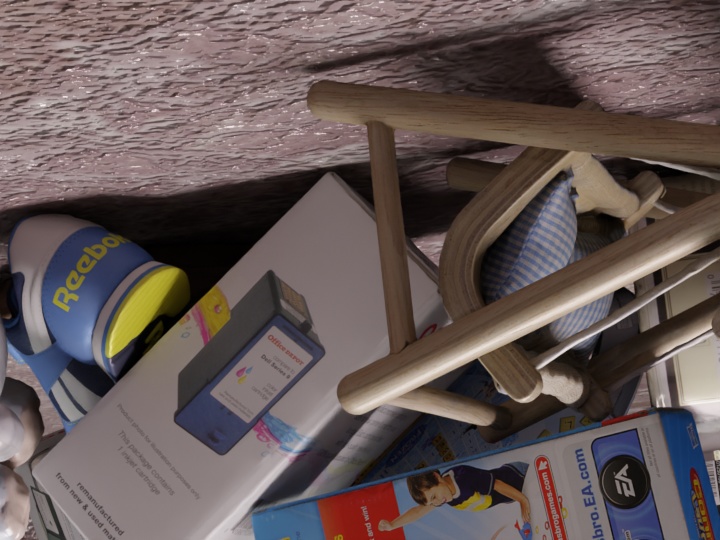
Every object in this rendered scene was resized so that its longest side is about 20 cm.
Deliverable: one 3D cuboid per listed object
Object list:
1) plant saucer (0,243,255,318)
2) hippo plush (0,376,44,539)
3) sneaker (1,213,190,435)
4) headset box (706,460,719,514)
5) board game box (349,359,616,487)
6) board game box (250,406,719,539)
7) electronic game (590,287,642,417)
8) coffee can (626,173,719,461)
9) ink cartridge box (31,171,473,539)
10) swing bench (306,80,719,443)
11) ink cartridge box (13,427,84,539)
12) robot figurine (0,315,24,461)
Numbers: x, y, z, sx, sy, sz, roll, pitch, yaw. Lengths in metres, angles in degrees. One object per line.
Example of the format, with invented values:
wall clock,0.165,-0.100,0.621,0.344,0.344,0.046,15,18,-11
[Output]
plant saucer,-0.115,0.015,1.095,0.200,0.030,0.200,-7,170,-1
hippo plush,-0.262,0.064,1.062,0.159,0.200,0.161,-45,165,-26
sneaker,-0.132,0.033,0.964,0.082,0.074,0.200,31,152,9
headset box,0.250,0.064,1.184,0.093,0.174,0.200,-10,169,25
board game box,0.048,0.132,0.976,0.200,0.200,0.041,-44,129,5
board game box,0.068,0.178,0.841,0.196,0.200,0.056,-16,170,23
electronic game,0.123,0.095,1.307,0.042,0.200,0.200,33,157,-16
coffee can,0.238,0.013,0.956,0.200,0.147,0.146,-7,171,10
ink cartridge box,-0.038,0.062,0.939,0.200,0.088,0.145,-44,164,4
swing bench,0.109,-0.014,0.757,0.200,0.130,0.199,-10,170,18
ink cartridge box,-0.113,0.124,1.150,0.146,0.084,0.200,-21,-174,-18
robot figurine,-0.220,0.033,0.860,0.169,0.113,0.200,28,172,5
